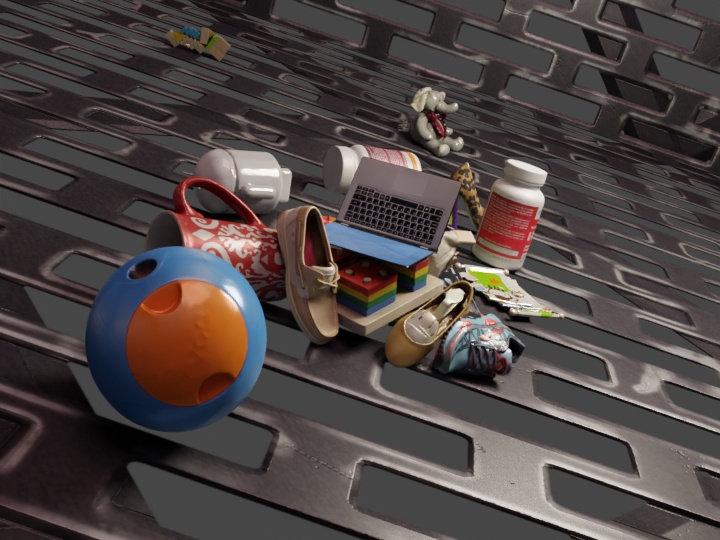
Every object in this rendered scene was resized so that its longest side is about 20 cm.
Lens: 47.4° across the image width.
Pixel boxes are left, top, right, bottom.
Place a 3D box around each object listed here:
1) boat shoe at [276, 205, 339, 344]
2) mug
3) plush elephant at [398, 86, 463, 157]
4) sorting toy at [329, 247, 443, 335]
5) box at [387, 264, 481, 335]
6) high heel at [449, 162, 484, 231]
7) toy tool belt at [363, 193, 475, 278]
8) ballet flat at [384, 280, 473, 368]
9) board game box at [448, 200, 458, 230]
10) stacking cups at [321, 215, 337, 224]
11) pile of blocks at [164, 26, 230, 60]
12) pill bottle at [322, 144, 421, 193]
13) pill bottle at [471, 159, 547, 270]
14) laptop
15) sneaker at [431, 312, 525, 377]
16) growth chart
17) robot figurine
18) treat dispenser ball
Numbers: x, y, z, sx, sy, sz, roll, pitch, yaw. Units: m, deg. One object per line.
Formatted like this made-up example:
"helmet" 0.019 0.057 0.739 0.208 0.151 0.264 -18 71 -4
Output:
"boat shoe" -0.067 0.004 1.185 0.068 0.204 0.073 -17 -2 43
"mug" -0.194 -0.032 1.190 0.197 0.181 0.133 4 15 -39
"plush elephant" 0.212 -0.436 2.325 0.198 0.157 0.164 30 27 24
"sorting toy" 0.000 0.000 1.301 0.197 0.071 0.198 25 35 35
"box" 0.109 0.038 1.402 0.156 0.047 0.201 11 25 -15
"high heel" 0.277 -0.156 1.806 0.196 0.145 0.072 8 26 -22
"toy tool belt" 0.092 -0.079 1.407 0.122 0.126 0.199 -34 60 -29
"ballet flat" 0.106 0.072 1.246 0.068 0.063 0.199 40 47 13
"board game box" 0.078 -0.080 1.490 0.195 0.123 0.032 2 1 -6
"stacking cups" -0.006 -0.068 1.531 0.196 0.062 0.061 15 24 -4
"pile of blocks" -0.485 -0.699 2.470 0.196 0.083 0.062 16 24 -5
"pill bottle" 0.024 -0.209 1.773 0.197 0.116 0.114 4 28 -31
"pill bottle" 0.305 -0.113 1.658 0.110 0.204 0.113 14 19 -5
"laptop" 0.036 -0.098 1.286 0.184 0.203 0.116 17 -16 21
"sneaker" 0.188 0.120 1.250 0.095 0.081 0.198 35 29 29
"growth chart" 0.274 0.040 1.552 0.142 0.018 0.200 4 26 -32
"robot figurine" -0.222 -0.161 1.499 0.197 0.115 0.168 -2 16 -38
"treat dispenser ball" -0.203 0.076 0.914 0.197 0.204 0.202 15 24 -7
